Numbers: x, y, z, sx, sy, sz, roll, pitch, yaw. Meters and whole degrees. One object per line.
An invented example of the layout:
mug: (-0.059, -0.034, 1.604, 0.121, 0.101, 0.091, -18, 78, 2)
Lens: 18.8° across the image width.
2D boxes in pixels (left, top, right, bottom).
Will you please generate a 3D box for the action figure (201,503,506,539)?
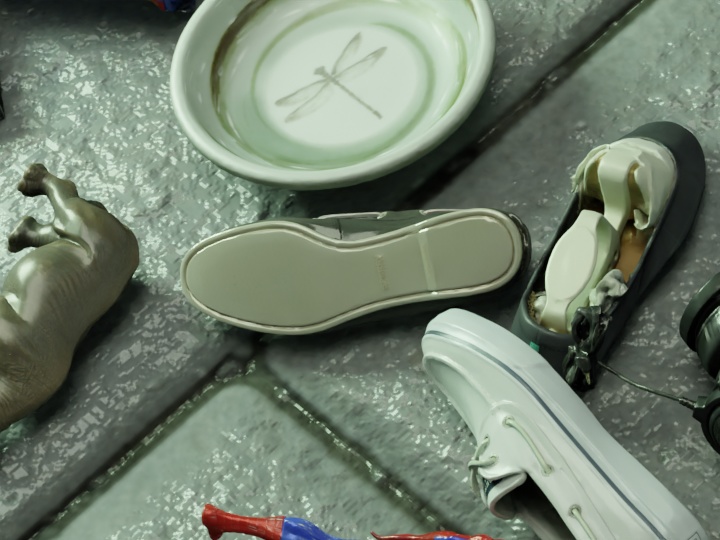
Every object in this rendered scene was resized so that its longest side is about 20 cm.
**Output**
action figure: (0.017, 0.159, 1.096, 0.199, 0.052, 0.066, 6, 60, 12)

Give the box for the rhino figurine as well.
rhino figurine: (-0.199, 0.037, 1.233, 0.087, 0.060, 0.200, 24, 65, 16)

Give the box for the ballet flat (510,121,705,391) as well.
ballet flat: (0.137, -0.021, 1.192, 0.073, 0.073, 0.200, 17, 59, 25)

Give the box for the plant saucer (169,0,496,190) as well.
plant saucer: (-0.014, -0.117, 1.313, 0.199, 0.050, 0.201, -7, 52, 9)

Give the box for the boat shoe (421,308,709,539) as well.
boat shoe: (0.087, 0.097, 1.108, 0.067, 0.074, 0.200, -37, 54, -18)

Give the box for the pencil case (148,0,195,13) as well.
pencil case: (-0.198, -0.224, 1.397, 0.199, 0.087, 0.078, 14, 98, 7)

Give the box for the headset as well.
headset: (0.203, 0.042, 1.111, 0.199, 0.094, 0.124, -3, 51, -3)

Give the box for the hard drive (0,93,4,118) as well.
hard drive: (-0.315, -0.161, 1.429, 0.139, 0.038, 0.200, -17, 52, 1)

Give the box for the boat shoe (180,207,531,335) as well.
boat shoe: (0.000, 0.000, 1.226, 0.199, 0.057, 0.067, -6, 88, 14)
